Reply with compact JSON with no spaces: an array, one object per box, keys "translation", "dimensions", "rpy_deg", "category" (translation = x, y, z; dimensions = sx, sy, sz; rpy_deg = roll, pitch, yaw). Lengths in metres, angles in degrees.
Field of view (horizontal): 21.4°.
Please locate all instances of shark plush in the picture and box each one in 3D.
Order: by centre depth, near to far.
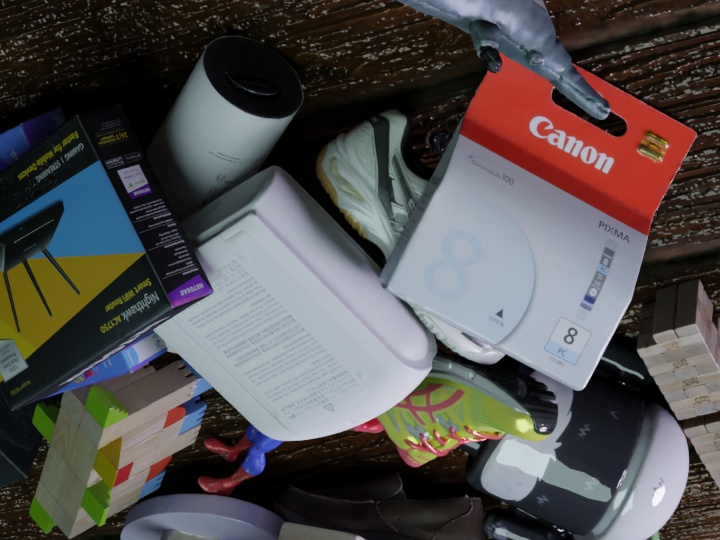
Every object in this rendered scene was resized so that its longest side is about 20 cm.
[{"translation":[0.082,-0.161,1.274],"dimensions":[0.091,0.084,0.200],"rpy_deg":[-25,121,32],"category":"shark plush"}]

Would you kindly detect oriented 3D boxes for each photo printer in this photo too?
[{"translation":[-0.054,0.035,1.378],"dimensions":[0.166,0.070,0.200],"rpy_deg":[-29,115,38],"category":"photo printer"}]

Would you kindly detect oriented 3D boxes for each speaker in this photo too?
[{"translation":[-0.118,-0.078,1.403],"dimensions":[0.081,0.081,0.200],"rpy_deg":[27,133,-10],"category":"speaker"}]

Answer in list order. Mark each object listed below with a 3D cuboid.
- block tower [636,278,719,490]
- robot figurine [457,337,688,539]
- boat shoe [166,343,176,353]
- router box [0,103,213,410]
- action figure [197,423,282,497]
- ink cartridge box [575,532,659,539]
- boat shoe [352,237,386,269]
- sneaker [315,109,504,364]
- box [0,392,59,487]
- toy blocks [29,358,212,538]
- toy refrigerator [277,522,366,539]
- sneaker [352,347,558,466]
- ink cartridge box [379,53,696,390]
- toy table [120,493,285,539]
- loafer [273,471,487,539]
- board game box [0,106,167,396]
[{"translation":[0.277,0.100,1.482],"dimensions":[0.054,0.058,0.200],"rpy_deg":[-16,124,27],"category":"block tower"},{"translation":[0.159,0.136,1.495],"dimensions":[0.199,0.125,0.151],"rpy_deg":[24,135,-1],"category":"robot figurine"},{"translation":[-0.175,0.026,1.525],"dimensions":[0.199,0.062,0.075],"rpy_deg":[-3,133,20],"category":"boat shoe"},{"translation":[-0.210,-0.007,1.353],"dimensions":[0.200,0.051,0.150],"rpy_deg":[-31,84,40],"category":"router box"},{"translation":[-0.085,0.112,1.575],"dimensions":[0.099,0.066,0.200],"rpy_deg":[30,133,-29],"category":"action figure"},{"translation":[0.220,0.317,1.632],"dimensions":[0.084,0.147,0.201],"rpy_deg":[-3,132,15],"category":"ink cartridge box"},{"translation":[0.000,0.000,1.459],"dimensions":[0.199,0.084,0.069],"rpy_deg":[-29,110,14],"category":"boat shoe"},{"translation":[0.056,-0.025,1.365],"dimensions":[0.087,0.076,0.200],"rpy_deg":[-36,98,10],"category":"sneaker"},{"translation":[-0.379,0.130,1.642],"dimensions":[0.199,0.106,0.122],"rpy_deg":[-20,125,30],"category":"box"},{"translation":[-0.190,0.134,1.583],"dimensions":[0.100,0.136,0.201],"rpy_deg":[45,137,21],"category":"toy blocks"},{"translation":[0.001,0.282,1.646],"dimensions":[0.076,0.070,0.200],"rpy_deg":[6,160,30],"category":"toy refrigerator"},{"translation":[0.066,0.107,1.419],"dimensions":[0.078,0.091,0.199],"rpy_deg":[16,179,-42],"category":"sneaker"},{"translation":[0.128,-0.041,1.319],"dimensions":[0.159,0.047,0.201],"rpy_deg":[27,94,-10],"category":"ink cartridge box"},{"translation":[-0.149,0.279,1.678],"dimensions":[0.183,0.118,0.200],"rpy_deg":[26,149,-17],"category":"toy table"},{"translation":[0.022,0.210,1.651],"dimensions":[0.199,0.071,0.073],"rpy_deg":[10,167,18],"category":"loafer"},{"translation":[-0.243,-0.008,1.451],"dimensions":[0.134,0.045,0.201],"rpy_deg":[-17,100,40],"category":"board game box"}]
